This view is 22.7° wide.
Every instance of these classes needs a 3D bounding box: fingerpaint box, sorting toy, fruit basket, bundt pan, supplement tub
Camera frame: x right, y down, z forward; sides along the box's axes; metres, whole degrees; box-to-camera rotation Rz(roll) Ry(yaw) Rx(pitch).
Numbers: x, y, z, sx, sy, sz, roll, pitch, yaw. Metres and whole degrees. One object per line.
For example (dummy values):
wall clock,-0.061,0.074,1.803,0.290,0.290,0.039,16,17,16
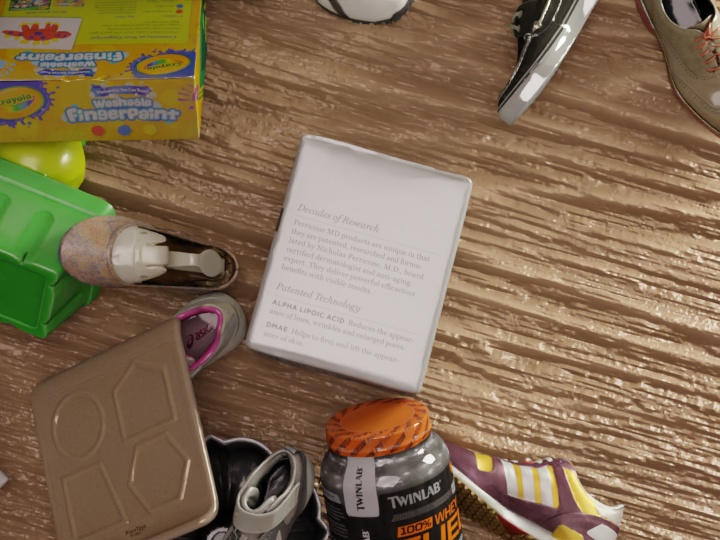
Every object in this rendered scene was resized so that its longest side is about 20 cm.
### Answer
fingerpaint box,-0.246,-0.195,1.679,0.198,0.167,0.074,-2,130,-1
sorting toy,-0.215,0.165,1.640,0.184,0.036,0.201,-25,64,27
fruit basket,-0.326,-0.064,1.699,0.214,0.156,0.216,11,43,-10
bundt pan,-0.127,0.254,1.686,0.200,0.076,0.204,0,86,0
supplement tub,0.031,0.227,1.640,0.122,0.123,0.201,-11,106,-1

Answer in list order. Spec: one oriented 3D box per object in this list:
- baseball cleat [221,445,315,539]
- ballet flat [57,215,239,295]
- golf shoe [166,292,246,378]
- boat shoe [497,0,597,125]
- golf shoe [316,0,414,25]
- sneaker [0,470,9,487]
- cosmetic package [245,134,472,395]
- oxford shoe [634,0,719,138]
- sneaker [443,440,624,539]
baseball cleat,-0.105,0.247,1.597,0.069,0.106,0.201,19,80,15
ballet flat,-0.187,-0.014,1.652,0.067,0.199,0.069,2,89,40
golf shoe,-0.197,0.091,1.693,0.200,0.092,0.075,-42,88,-2
boat shoe,0.177,-0.234,1.735,0.063,0.071,0.201,32,78,1
golf shoe,-0.037,-0.306,1.724,0.199,0.094,0.078,31,85,1
sneaker,-0.395,0.152,1.698,0.146,0.081,0.201,19,82,-7
cosmetic package,0.000,0.000,1.664,0.164,0.165,0.201,15,84,1
oxford shoe,0.328,-0.210,1.727,0.070,0.075,0.201,-33,87,-4
sneaker,0.153,0.207,1.702,0.199,0.075,0.090,35,68,3
